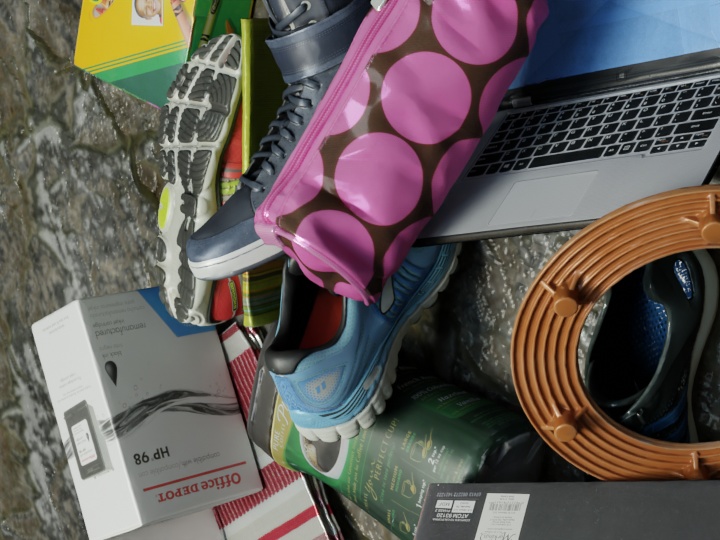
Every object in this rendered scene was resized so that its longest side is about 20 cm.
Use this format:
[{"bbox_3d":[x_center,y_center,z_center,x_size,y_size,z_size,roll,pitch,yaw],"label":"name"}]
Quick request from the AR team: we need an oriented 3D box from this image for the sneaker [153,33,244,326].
[{"bbox_3d":[-0.090,-0.062,1.092,0.077,0.084,0.202,26,111,48],"label":"sneaker"}]

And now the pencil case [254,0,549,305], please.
[{"bbox_3d":[0.016,-0.084,0.879,0.091,0.093,0.201,30,92,48],"label":"pencil case"}]

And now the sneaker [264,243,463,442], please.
[{"bbox_3d":[0.000,0.000,0.970,0.078,0.090,0.201,0,56,34],"label":"sneaker"}]

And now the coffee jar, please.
[{"bbox_3d":[0.016,0.104,1.022,0.199,0.085,0.105,28,117,34],"label":"coffee jar"}]

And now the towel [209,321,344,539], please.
[{"bbox_3d":[-0.083,0.154,1.165,0.144,0.023,0.201,-37,71,42],"label":"towel"}]

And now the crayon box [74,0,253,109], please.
[{"bbox_3d":[-0.130,-0.222,1.118,0.118,0.058,0.202,27,115,36],"label":"crayon box"}]

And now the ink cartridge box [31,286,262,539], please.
[{"bbox_3d":[-0.144,0.116,1.123,0.066,0.115,0.201,-25,80,43],"label":"ink cartridge box"}]

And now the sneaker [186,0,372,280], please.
[{"bbox_3d":[-0.048,-0.100,0.950,0.147,0.202,0.077,57,168,-20],"label":"sneaker"}]

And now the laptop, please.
[{"bbox_3d":[0.115,-0.126,0.879,0.186,0.200,0.116,-6,127,43],"label":"laptop"}]

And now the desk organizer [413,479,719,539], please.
[{"bbox_3d":[0.132,0.167,0.877,0.199,0.072,0.077,-5,136,28],"label":"desk organizer"}]

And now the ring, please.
[{"bbox_3d":[0.177,0.045,0.821,0.199,0.019,0.202,2,126,2],"label":"ring"}]

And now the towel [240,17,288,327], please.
[{"bbox_3d":[-0.053,-0.066,1.057,0.018,0.086,0.202,5,100,25],"label":"towel"}]

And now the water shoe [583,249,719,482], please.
[{"bbox_3d":[0.149,0.078,0.902,0.071,0.079,0.202,15,107,40],"label":"water shoe"}]
